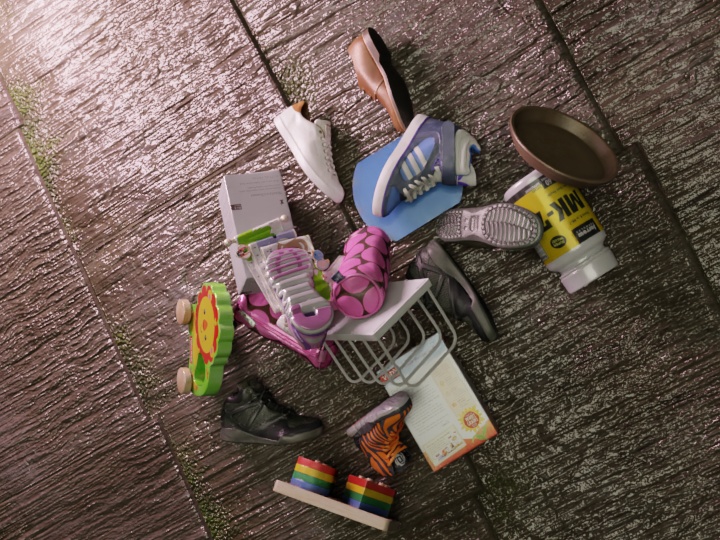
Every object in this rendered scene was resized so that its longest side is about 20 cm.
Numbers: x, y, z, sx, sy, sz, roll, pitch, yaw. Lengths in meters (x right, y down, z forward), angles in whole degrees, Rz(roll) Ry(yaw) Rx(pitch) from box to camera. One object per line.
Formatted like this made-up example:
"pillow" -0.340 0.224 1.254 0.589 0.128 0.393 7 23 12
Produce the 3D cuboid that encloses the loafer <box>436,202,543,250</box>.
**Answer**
"loafer" 0.224 -0.072 1.411 0.198 0.069 0.077 9 87 40

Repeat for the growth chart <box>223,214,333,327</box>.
"growth chart" -0.120 -0.002 1.420 0.143 0.018 0.201 -30 76 -26

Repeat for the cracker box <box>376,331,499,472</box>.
"cracker box" 0.135 0.227 1.469 0.133 0.058 0.202 -32 83 10

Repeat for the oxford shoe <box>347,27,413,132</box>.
"oxford shoe" 0.037 -0.329 1.506 0.071 0.071 0.203 -30 77 27

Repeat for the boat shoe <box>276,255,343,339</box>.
"boat shoe" -0.080 0.035 1.464 0.068 0.201 0.071 27 138 8

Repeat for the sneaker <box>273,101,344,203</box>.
"sneaker" -0.075 -0.219 1.516 0.084 0.073 0.202 -35 81 11

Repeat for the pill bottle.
"pill bottle" 0.337 -0.072 1.405 0.113 0.114 0.202 -33 83 9

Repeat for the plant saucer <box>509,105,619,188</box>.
"plant saucer" 0.332 -0.202 1.387 0.198 0.200 0.030 34 131 10

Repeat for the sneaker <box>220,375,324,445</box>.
"sneaker" -0.163 0.254 1.522 0.195 0.076 0.117 1 95 17

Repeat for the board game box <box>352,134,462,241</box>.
"board game box" 0.084 -0.151 1.501 0.198 0.039 0.160 -31 78 4

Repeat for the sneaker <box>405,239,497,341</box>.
"sneaker" 0.149 0.058 1.456 0.114 0.076 0.200 -40 78 10

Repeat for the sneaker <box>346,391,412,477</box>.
"sneaker" 0.058 0.283 1.438 0.077 0.200 0.113 -33 82 -31

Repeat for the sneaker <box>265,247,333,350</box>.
"sneaker" -0.100 0.049 1.350 0.079 0.089 0.202 -14 47 -13

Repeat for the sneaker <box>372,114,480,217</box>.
"sneaker" 0.121 -0.159 1.432 0.145 0.081 0.202 26 82 16

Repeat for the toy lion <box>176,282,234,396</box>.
"toy lion" -0.270 0.124 1.494 0.068 0.191 0.205 0 89 -29

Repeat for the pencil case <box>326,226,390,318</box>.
"pencil case" 0.000 0.000 1.400 0.093 0.201 0.091 -28 107 19

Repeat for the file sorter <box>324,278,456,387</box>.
"file sorter" 0.044 0.109 1.394 0.139 0.199 0.125 -43 108 -27

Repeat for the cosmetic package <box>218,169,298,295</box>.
"cosmetic package" -0.178 -0.067 1.488 0.111 0.081 0.203 -9 69 -22

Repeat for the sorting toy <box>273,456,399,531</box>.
"sorting toy" -0.028 0.379 1.436 0.196 0.199 0.071 17 76 12

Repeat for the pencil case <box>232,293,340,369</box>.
"pencil case" -0.132 0.102 1.503 0.197 0.094 0.092 26 99 11
